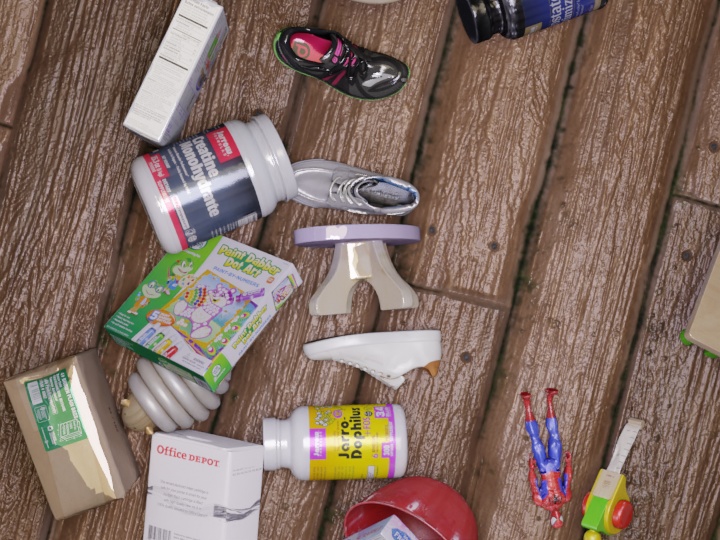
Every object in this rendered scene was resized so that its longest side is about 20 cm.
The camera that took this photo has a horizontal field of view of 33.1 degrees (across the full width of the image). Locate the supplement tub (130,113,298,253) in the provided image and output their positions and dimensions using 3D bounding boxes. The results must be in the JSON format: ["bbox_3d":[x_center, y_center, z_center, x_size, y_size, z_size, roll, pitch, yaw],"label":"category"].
[{"bbox_3d":[-0.200,-0.120,1.647,0.199,0.140,0.141,-24,92,-10],"label":"supplement tub"}]

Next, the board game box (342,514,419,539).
[{"bbox_3d":[0.053,0.444,1.673,0.200,0.200,0.041,48,50,-4],"label":"board game box"}]

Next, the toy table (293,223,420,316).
[{"bbox_3d":[0.000,0.000,1.675,0.199,0.184,0.118,-3,87,-28],"label":"toy table"}]

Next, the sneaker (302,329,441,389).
[{"bbox_3d":[0.019,0.129,1.720,0.199,0.073,0.085,-2,88,-6],"label":"sneaker"}]

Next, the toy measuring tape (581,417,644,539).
[{"bbox_3d":[0.375,0.315,1.766,0.073,0.074,0.200,30,70,-4],"label":"toy measuring tape"}]

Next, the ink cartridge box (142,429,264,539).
[{"bbox_3d":[-0.217,0.329,1.661,0.145,0.084,0.201,7,92,33],"label":"ink cartridge box"}]

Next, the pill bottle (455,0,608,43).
[{"bbox_3d":[0.241,-0.395,1.716,0.199,0.112,0.112,-21,92,-4],"label":"pill bottle"}]

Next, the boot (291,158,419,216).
[{"bbox_3d":[-0.013,-0.119,1.704,0.199,0.096,0.074,6,90,-5],"label":"boot"}]

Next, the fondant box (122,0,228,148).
[{"bbox_3d":[-0.249,-0.268,1.659,0.058,0.144,0.201,26,88,-3],"label":"fondant box"}]

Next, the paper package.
[{"bbox_3d":[-0.382,0.216,1.628,0.103,0.191,0.201,-19,91,-5],"label":"paper package"}]

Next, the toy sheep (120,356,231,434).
[{"bbox_3d":[-0.245,0.151,1.668,0.200,0.138,0.138,-41,93,-3],"label":"toy sheep"}]

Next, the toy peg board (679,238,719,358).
[{"bbox_3d":[0.575,0.060,1.770,0.199,0.098,0.200,27,73,-5],"label":"toy peg board"}]

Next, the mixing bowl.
[{"bbox_3d":[0.088,0.361,1.687,0.200,0.200,0.108,45,51,-4],"label":"mixing bowl"}]

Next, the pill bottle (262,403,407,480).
[{"bbox_3d":[-0.037,0.242,1.701,0.199,0.104,0.105,-1,91,-5],"label":"pill bottle"}]

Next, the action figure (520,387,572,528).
[{"bbox_3d":[0.272,0.275,1.758,0.065,0.052,0.201,-9,94,-8],"label":"action figure"}]

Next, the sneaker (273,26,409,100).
[{"bbox_3d":[-0.028,-0.292,1.707,0.199,0.084,0.077,14,90,-5],"label":"sneaker"}]

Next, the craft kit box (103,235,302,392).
[{"bbox_3d":[-0.212,0.045,1.627,0.199,0.049,0.198,20,59,35],"label":"craft kit box"}]

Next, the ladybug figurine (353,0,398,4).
[{"bbox_3d":[0.001,-0.445,1.715,0.199,0.072,0.136,22,89,-4],"label":"ladybug figurine"}]
